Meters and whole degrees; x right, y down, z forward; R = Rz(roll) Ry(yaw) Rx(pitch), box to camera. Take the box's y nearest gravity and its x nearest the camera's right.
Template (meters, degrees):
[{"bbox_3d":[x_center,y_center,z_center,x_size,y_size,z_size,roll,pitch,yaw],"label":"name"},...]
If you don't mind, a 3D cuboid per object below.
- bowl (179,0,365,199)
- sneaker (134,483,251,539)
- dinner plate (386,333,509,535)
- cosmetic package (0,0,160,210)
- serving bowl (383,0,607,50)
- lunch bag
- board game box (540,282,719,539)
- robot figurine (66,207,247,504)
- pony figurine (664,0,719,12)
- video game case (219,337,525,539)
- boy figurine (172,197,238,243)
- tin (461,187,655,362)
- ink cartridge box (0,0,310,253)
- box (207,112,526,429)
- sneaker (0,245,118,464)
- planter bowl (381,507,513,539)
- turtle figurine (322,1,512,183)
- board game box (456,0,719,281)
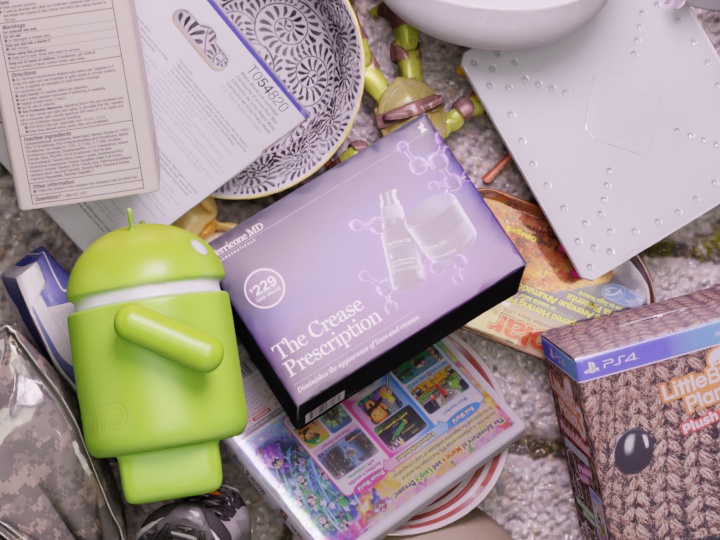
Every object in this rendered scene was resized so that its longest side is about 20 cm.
[{"bbox_3d":[-0.089,-0.160,1.717,0.199,0.094,0.202,2,102,8],"label":"bowl"},{"bbox_3d":[-0.118,0.188,1.665,0.073,0.200,0.080,14,77,5],"label":"sneaker"},{"bbox_3d":[0.015,0.116,1.733,0.199,0.024,0.201,6,54,-9],"label":"dinner plate"},{"bbox_3d":[-0.201,-0.151,1.559,0.104,0.071,0.201,-7,116,-2],"label":"cosmetic package"},{"bbox_3d":[0.099,-0.224,1.735,0.199,0.201,0.066,-1,127,-8],"label":"serving bowl"},{"bbox_3d":[-0.240,0.151,1.660,0.117,0.164,0.201,-35,91,-8],"label":"lunch bag"},{"bbox_3d":[0.242,0.130,1.741,0.158,0.097,0.201,-15,103,-8],"label":"board game box"},{"bbox_3d":[-0.143,0.059,1.588,0.115,0.175,0.201,-9,86,-2],"label":"robot figurine"},{"bbox_3d":[0.362,-0.219,1.769,0.192,0.166,0.201,14,101,-41],"label":"pony figurine"},{"bbox_3d":[-0.005,0.105,1.704,0.200,0.024,0.182,-32,71,-29],"label":"video game case"},{"bbox_3d":[-0.162,-0.038,1.732,0.200,0.064,0.125,35,81,-2],"label":"boy figurine"},{"bbox_3d":[0.133,0.009,1.783,0.199,0.042,0.113,22,81,-7],"label":"tin"},{"bbox_3d":[-0.171,-0.128,1.636,0.200,0.041,0.200,-35,114,10],"label":"ink cartridge box"},{"bbox_3d":[0.000,0.000,1.669,0.199,0.079,0.142,-32,75,-10],"label":"box"},{"bbox_3d":[-0.177,0.054,1.717,0.115,0.080,0.200,-37,108,-15],"label":"sneaker"},{"bbox_3d":[0.050,0.270,1.711,0.199,0.135,0.202,0,88,-8],"label":"planter bowl"},{"bbox_3d":[0.024,-0.124,1.760,0.199,0.064,0.162,-23,91,-8],"label":"turtle figurine"},{"bbox_3d":[0.200,-0.121,1.782,0.199,0.026,0.201,-30,90,-21],"label":"board game box"}]
